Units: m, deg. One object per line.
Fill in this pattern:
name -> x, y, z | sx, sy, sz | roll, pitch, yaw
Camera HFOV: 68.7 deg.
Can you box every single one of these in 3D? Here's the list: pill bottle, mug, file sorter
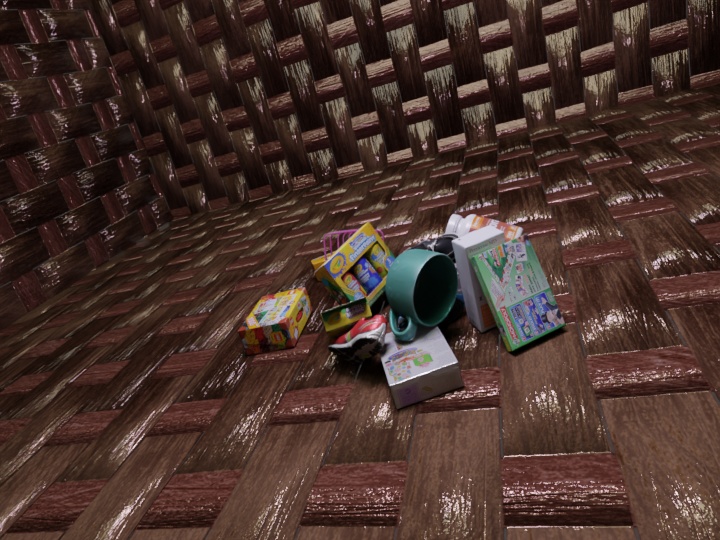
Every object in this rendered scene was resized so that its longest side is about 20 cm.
pill bottle -> 0.330, -0.084, 1.420 | 0.194, 0.116, 0.112 | 18, 33, 20
mug -> 0.115, 0.040, 1.148 | 0.182, 0.157, 0.113 | -31, 28, -33
file sorter -> -0.015, -0.059, 1.612 | 0.134, 0.131, 0.199 | -4, 3, 22

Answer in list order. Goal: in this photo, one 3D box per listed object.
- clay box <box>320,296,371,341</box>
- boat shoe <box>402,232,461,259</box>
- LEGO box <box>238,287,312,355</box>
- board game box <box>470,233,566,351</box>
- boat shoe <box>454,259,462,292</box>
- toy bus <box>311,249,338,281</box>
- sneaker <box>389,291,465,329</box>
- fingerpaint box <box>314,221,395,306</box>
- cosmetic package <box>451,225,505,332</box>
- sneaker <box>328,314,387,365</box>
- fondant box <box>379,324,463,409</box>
clay box -> -0.030, 0.119, 1.246 | 0.111, 0.049, 0.201 | -19, -15, -4
boat shoe -> 0.189, -0.051, 1.431 | 0.196, 0.077, 0.059 | -14, -2, 44
LEGO box -> -0.232, 0.138, 1.465 | 0.143, 0.080, 0.201 | -12, 21, 15
board game box -> 0.324, 0.044, 1.086 | 0.130, 0.206, 0.029 | -20, -7, -10
boat shoe -> 0.255, 0.012, 1.396 | 0.069, 0.067, 0.201 | -12, 21, 18
toy bus -> -0.064, -0.031, 1.768 | 0.194, 0.067, 0.078 | -21, 18, -7
sneaker -> 0.158, 0.095, 1.258 | 0.194, 0.076, 0.082 | -22, 22, -10
fingerpaint box -> 0.000, 0.000, 1.426 | 0.200, 0.168, 0.073 | -43, 7, -32
cosmetic package -> 0.277, 0.019, 1.167 | 0.098, 0.207, 0.071 | -20, 20, -9
sneaker -> 0.000, 0.151, 1.170 | 0.198, 0.076, 0.087 | -28, 31, 51
fondant box -> 0.115, 0.186, 1.093 | 0.139, 0.060, 0.201 | -19, 20, 0
